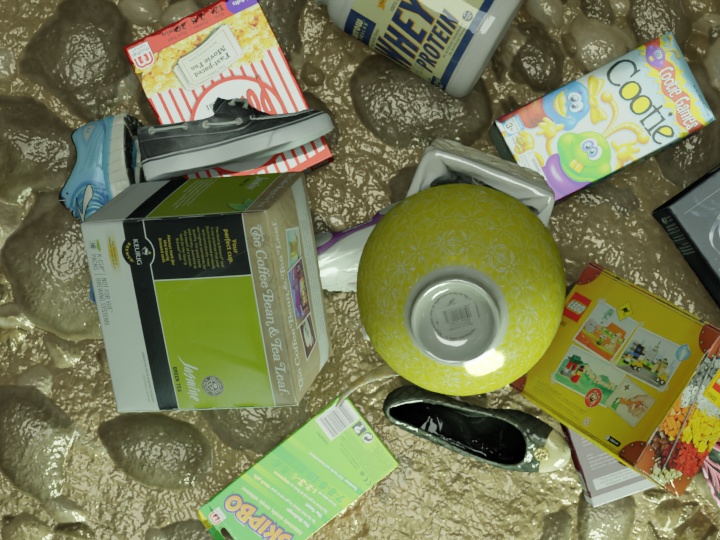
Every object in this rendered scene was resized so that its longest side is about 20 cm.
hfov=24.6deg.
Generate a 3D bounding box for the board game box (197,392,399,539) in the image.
[{"bbox_3d":[-0.066,0.226,1.715,0.200,0.030,0.096,-38,87,-4],"label":"board game box"}]

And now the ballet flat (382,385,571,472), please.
[{"bbox_3d":[0.117,0.169,1.687,0.199,0.057,0.067,15,107,10],"label":"ballet flat"}]

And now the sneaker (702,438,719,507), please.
[{"bbox_3d":[0.383,0.191,1.676,0.079,0.095,0.200,-39,88,-4],"label":"sneaker"}]

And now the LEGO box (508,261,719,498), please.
[{"bbox_3d":[0.258,0.100,1.569,0.077,0.200,0.149,36,88,-37],"label":"LEGO box"}]

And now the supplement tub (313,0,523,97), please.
[{"bbox_3d":[0.056,-0.284,1.679,0.199,0.145,0.146,31,88,3],"label":"supplement tub"}]

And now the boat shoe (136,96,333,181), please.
[{"bbox_3d":[-0.129,-0.144,1.669,0.199,0.072,0.068,-13,89,8],"label":"boat shoe"}]

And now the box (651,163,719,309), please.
[{"bbox_3d":[0.435,-0.044,1.681,0.200,0.104,0.183,-36,88,0],"label":"box"}]

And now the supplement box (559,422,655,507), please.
[{"bbox_3d":[0.253,0.130,1.697,0.108,0.061,0.201,-18,88,0],"label":"supplement box"}]

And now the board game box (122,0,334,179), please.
[{"bbox_3d":[-0.137,-0.173,1.726,0.151,0.046,0.201,-27,87,0],"label":"board game box"}]

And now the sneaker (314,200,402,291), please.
[{"bbox_3d":[0.000,0.000,1.701,0.199,0.075,0.100,-21,106,9],"label":"sneaker"}]

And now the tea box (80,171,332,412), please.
[{"bbox_3d":[-0.147,0.021,1.625,0.195,0.134,0.201,-2,109,17],"label":"tea box"}]

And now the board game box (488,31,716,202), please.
[{"bbox_3d":[0.245,-0.148,1.689,0.199,0.103,0.105,-27,87,0],"label":"board game box"}]

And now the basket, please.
[{"bbox_3d":[0.096,-0.018,1.599,0.135,0.123,0.201,20,107,1],"label":"basket"}]

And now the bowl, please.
[{"bbox_3d":[0.089,0.031,1.493,0.199,0.108,0.202,2,106,5],"label":"bowl"}]

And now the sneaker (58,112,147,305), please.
[{"bbox_3d":[-0.269,-0.061,1.722,0.089,0.078,0.202,-2,84,20],"label":"sneaker"}]

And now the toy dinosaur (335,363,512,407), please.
[{"bbox_3d":[0.070,0.087,1.679,0.198,0.058,0.102,-2,46,-8],"label":"toy dinosaur"}]
